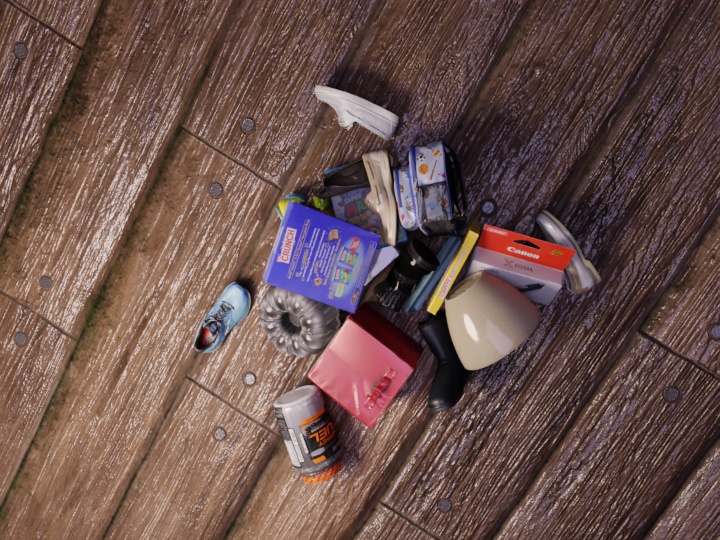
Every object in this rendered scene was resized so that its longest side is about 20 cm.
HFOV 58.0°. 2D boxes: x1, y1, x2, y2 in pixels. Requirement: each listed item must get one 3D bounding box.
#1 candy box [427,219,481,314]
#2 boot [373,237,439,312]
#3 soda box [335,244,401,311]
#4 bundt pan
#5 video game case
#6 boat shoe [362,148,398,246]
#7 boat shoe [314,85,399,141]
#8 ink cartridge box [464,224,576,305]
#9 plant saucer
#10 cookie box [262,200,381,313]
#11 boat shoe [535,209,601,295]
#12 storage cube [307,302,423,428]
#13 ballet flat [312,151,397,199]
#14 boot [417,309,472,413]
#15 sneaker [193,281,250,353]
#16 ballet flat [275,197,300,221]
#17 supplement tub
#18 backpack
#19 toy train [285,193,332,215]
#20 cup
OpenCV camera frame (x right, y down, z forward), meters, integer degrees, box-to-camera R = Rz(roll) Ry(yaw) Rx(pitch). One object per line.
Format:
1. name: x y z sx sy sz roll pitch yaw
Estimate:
1. candy box: 0.204 -0.008 1.404 0.026 0.102 0.203 26 111 2
2. boot: 0.093 0.017 1.387 0.079 0.211 0.159 39 98 3
3. soda box: 0.000 0.000 1.467 0.199 0.068 0.064 -42 91 13
4. bundt pan: -0.147 0.111 1.468 0.198 0.076 0.206 11 118 21
5. video game case: 0.011 -0.142 1.421 0.140 0.018 0.204 -15 76 3
6. boat shoe: 0.042 -0.150 1.366 0.064 0.072 0.205 -8 89 6
7. boat shoe: -0.015 -0.339 1.409 0.198 0.070 0.073 23 99 1
8. ink cartridge box: 0.334 -0.008 1.374 0.196 0.174 0.044 16 62 5
9. plant saucer: 0.162 0.009 1.449 0.019 0.070 0.202 38 104 22
10. cookie box: -0.080 -0.029 1.330 0.197 0.075 0.174 20 90 -16
11. boat shoe: 0.434 -0.036 1.396 0.068 0.075 0.201 -37 94 7
12. storage cube: 0.016 0.203 1.437 0.179 0.200 0.172 37 103 6
13. ballet flat: -0.013 -0.208 1.406 0.196 0.046 0.069 -19 76 1
14. boot: 0.168 0.192 1.417 0.076 0.200 0.170 -23 99 33
15. sneaker: -0.326 0.119 1.523 0.078 0.090 0.202 33 102 1
16. ballet flat: -0.116 -0.062 1.388 0.066 0.067 0.203 -23 103 -4
17. supplement tub: -0.120 0.384 1.523 0.120 0.123 0.204 -18 98 11
18. backpack: 0.148 -0.171 1.367 0.151 0.200 0.195 -1 87 7
19. toy train: -0.079 -0.115 1.458 0.195 0.085 0.118 -3 86 9
20. cup: 0.260 0.089 1.374 0.199 0.200 0.144 -36 97 12
